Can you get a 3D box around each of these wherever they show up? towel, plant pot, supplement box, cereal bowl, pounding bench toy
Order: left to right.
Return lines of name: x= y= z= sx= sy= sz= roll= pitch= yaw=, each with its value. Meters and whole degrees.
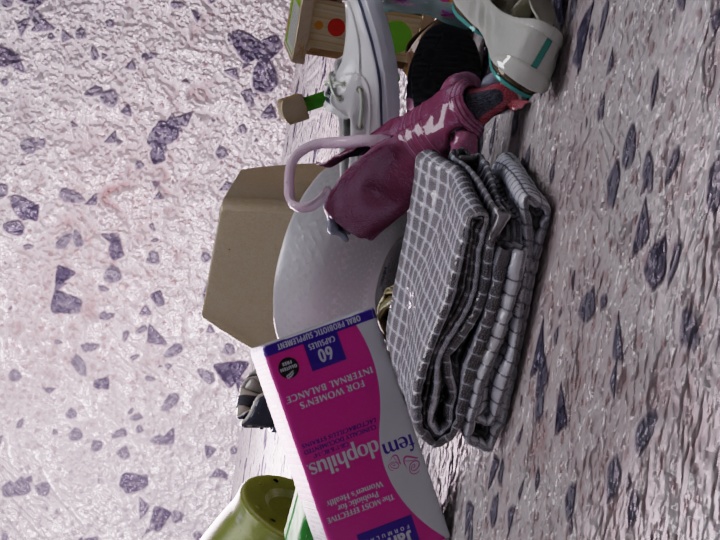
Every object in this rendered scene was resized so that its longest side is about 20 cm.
plant pot: x=-0.107 y=0.340 z=2.165 sx=0.201 sy=0.199 sz=0.194 roll=-98 pitch=31 yaw=-65
plant pot: x=-0.066 y=-0.012 z=2.090 sx=0.200 sy=0.175 sz=0.201 roll=-69 pitch=-8 yaw=-71
supplement box: x=-0.010 y=0.143 z=1.636 sx=0.103 sy=0.100 sz=0.202 roll=159 pitch=91 yaw=-80
cereal bowl: x=0.000 y=0.000 z=1.869 sx=0.200 sy=0.083 sz=0.202 roll=-45 pitch=-36 yaw=-47
pounding bench toy: x=0.003 y=-0.239 z=2.034 sx=0.124 sy=0.155 sz=0.202 roll=-114 pitch=33 yaw=-74
towel: x=0.076 y=0.014 z=1.492 sx=0.166 sy=0.085 sz=0.202 roll=-106 pitch=26 yaw=-70

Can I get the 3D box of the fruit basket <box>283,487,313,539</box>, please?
fruit basket: x=-0.012 y=0.213 z=1.991 sx=0.201 sy=0.093 sz=0.186 roll=-66 pitch=-7 yaw=-53

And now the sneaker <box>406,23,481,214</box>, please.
sneaker: x=0.066 y=-0.125 z=1.771 sx=0.082 sy=0.070 sz=0.202 roll=118 pitch=161 yaw=-62

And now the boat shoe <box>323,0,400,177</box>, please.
boat shoe: x=-0.001 y=-0.155 z=1.758 sx=0.074 sy=0.066 sz=0.202 roll=-123 pitch=23 yaw=-70

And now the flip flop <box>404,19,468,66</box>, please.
flip flop: x=0.073 y=-0.222 z=1.866 sx=0.081 sy=0.057 sz=0.202 roll=-157 pitch=76 yaw=-82

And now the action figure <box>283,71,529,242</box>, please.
action figure: x=0.050 y=-0.114 z=1.594 sx=0.199 sy=0.148 sz=0.135 roll=-35 pitch=47 yaw=33

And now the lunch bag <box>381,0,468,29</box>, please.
lunch bag: x=0.080 y=-0.333 z=1.716 sx=0.170 sy=0.121 sz=0.202 roll=129 pitch=153 yaw=-84

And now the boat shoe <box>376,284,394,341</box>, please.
boat shoe: x=0.051 y=0.034 z=1.686 sx=0.200 sy=0.073 sz=0.076 roll=-100 pitch=20 yaw=-66

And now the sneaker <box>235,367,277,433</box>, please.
sneaker: x=-0.070 y=0.175 z=2.158 sx=0.203 sy=0.145 sz=0.077 roll=105 pitch=169 yaw=-46

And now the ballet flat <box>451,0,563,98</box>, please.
ballet flat: x=0.121 y=-0.195 z=1.521 sx=0.200 sy=0.069 sz=0.070 roll=-108 pitch=27 yaw=-64
